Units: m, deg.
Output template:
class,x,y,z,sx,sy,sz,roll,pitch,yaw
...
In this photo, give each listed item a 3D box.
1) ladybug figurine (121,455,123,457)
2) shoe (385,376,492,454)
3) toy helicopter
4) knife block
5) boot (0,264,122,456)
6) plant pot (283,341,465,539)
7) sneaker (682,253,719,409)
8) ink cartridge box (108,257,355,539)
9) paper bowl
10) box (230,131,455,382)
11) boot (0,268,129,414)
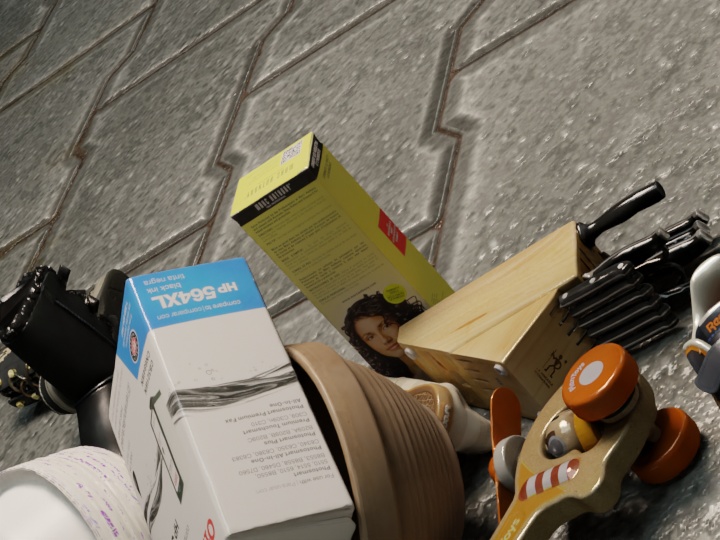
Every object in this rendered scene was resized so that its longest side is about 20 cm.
class,x,y,z,sx,sy,sz,roll,pitch,yaw
ladybug figurine,-0.099,0.159,1.360,0.200,0.136,0.072,-45,12,7
shoe,0.025,0.109,1.373,0.199,0.053,0.071,-2,78,62
toy helicopter,0.101,0.135,1.168,0.201,0.079,0.132,-55,25,-18
knife block,0.137,0.013,1.327,0.176,0.064,0.199,-50,24,-17
boot,-0.239,0.092,1.665,0.073,0.163,0.199,-36,24,18
plant pot,0.005,0.142,1.235,0.092,0.203,0.201,-7,13,-21
sneaker,0.228,0.060,1.089,0.078,0.079,0.200,-38,25,9
ink cartridge box,-0.085,0.118,1.213,0.084,0.147,0.201,-9,50,-21
paper bowl,-0.200,0.226,1.314,0.104,0.203,0.200,-15,1,-41
box,0.000,0.000,1.394,0.075,0.200,0.050,-31,26,26
boot,-0.288,0.096,1.855,0.153,0.074,0.204,-33,19,27
